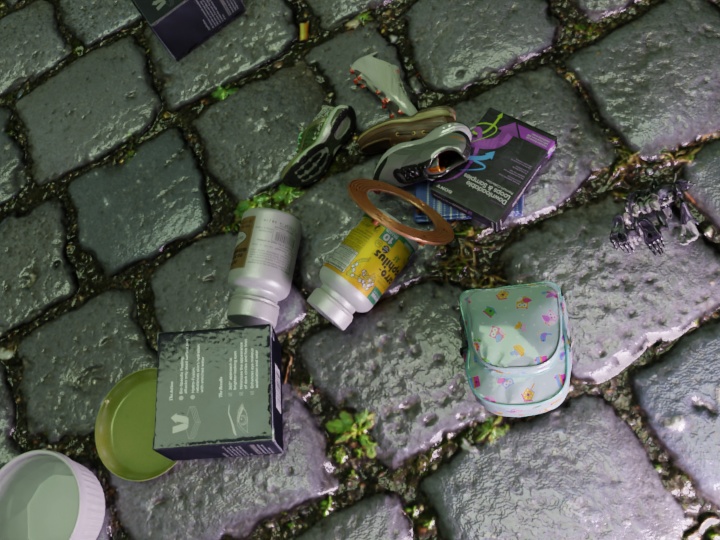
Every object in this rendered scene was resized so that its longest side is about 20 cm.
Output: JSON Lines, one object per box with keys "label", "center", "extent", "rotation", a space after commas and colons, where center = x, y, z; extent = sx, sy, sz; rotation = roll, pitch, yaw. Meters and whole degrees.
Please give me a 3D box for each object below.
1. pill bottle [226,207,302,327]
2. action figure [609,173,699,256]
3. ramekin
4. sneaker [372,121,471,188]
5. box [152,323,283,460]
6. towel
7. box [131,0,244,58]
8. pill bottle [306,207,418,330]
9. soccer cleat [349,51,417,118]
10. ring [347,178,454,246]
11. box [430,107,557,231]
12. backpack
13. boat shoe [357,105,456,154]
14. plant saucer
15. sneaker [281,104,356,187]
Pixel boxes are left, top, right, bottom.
{"label": "pill bottle", "center": [-0.177, -0.002, 1.351], "extent": [0.114, 0.114, 0.201], "rotation": [4, 70, 17]}
{"label": "action figure", "center": [0.472, -0.083, 1.206], "extent": [0.118, 0.103, 0.200], "rotation": [-6, 22, 42]}
{"label": "ramekin", "center": [-0.540, 0.417, 1.291], "extent": [0.199, 0.105, 0.201], "rotation": [-5, 67, 13]}
{"label": "sneaker", "center": [0.106, -0.191, 1.329], "extent": [0.199, 0.074, 0.080], "rotation": [-25, 43, 26]}
{"label": "box", "center": [-0.235, 0.207, 1.264], "extent": [0.199, 0.118, 0.198], "rotation": [-4, 67, 1]}
{"label": "towel", "center": [0.194, -0.155, 1.361], "extent": [0.199, 0.024, 0.146], "rotation": [-3, 66, 13]}
{"label": "box", "center": [-0.397, -0.615, 1.651], "extent": [0.200, 0.118, 0.197], "rotation": [-36, 64, -1]}
{"label": "pill bottle", "center": [0.000, 0.000, 1.300], "extent": [0.113, 0.113, 0.200], "rotation": [35, 81, 25]}
{"label": "soccer cleat", "center": [0.058, -0.359, 1.455], "extent": [0.077, 0.069, 0.200], "rotation": [-38, 61, -6]}
{"label": "ring", "center": [0.066, -0.096, 1.266], "extent": [0.200, 0.200, 0.019], "rotation": [41, 117, 26]}
{"label": "box", "center": [0.237, -0.183, 1.330], "extent": [0.143, 0.036, 0.200], "rotation": [30, 77, 25]}
{"label": "backpack", "center": [0.242, 0.122, 1.164], "extent": [0.175, 0.153, 0.201], "rotation": [-5, 74, 8]}
{"label": "boat shoe", "center": [0.084, -0.245, 1.389], "extent": [0.199, 0.072, 0.068], "rotation": [-11, 77, 26]}
{"label": "plant saucer", "center": [-0.380, 0.276, 1.344], "extent": [0.199, 0.031, 0.201], "rotation": [-5, 68, 13]}
{"label": "sneaker", "center": [-0.094, -0.246, 1.459], "extent": [0.088, 0.077, 0.200], "rotation": [29, 73, 37]}
